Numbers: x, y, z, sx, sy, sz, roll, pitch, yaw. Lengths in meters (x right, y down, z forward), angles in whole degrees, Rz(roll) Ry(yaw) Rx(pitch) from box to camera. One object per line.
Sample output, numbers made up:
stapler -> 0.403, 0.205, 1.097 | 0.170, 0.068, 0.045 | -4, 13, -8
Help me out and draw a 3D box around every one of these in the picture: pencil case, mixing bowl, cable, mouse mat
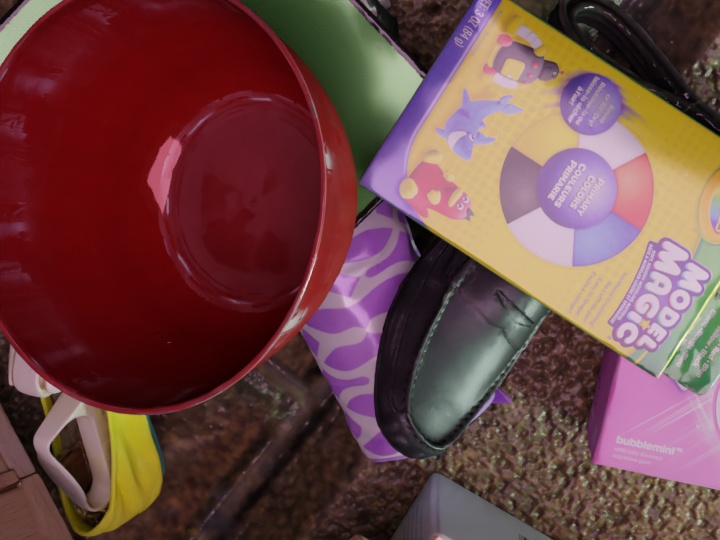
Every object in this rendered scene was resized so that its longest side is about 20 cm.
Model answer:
pencil case -> 0.000, 0.000, 1.343 | 0.085, 0.084, 0.201 | -31, 105, -29
mixing bowl -> -0.077, -0.035, 1.219 | 0.199, 0.108, 0.201 | 0, 90, 28
cable -> 0.180, -0.072, 1.310 | 0.097, 0.050, 0.201 | -25, 77, -30
mouse mat -> -0.071, -0.093, 1.281 | 0.161, 0.008, 0.200 | -43, 91, 11

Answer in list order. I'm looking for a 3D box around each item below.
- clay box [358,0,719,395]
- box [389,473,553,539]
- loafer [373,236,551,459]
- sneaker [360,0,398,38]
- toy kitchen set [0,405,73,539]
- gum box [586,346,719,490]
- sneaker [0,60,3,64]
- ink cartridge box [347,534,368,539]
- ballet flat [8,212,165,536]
clay box -> 0.112, -0.036, 1.241 | 0.199, 0.048, 0.115 | 33, 94, 2
box -> 0.052, 0.240, 1.382 | 0.152, 0.106, 0.201 | 30, 102, -6
loafer -> 0.069, 0.004, 1.296 | 0.068, 0.070, 0.201 | 42, 64, -32
sneaker -> -0.060, -0.187, 1.302 | 0.086, 0.075, 0.201 | -23, 102, 13
toy kitchen set -> -0.242, 0.070, 1.252 | 0.163, 0.181, 0.201 | -21, 68, -26
gum box -> 0.228, 0.059, 1.353 | 0.199, 0.066, 0.114 | 12, 104, -1
sneaker -> -0.106, -0.054, 1.332 | 0.088, 0.075, 0.200 | -31, 101, 8
ink cartridge box -> -0.008, 0.258, 1.279 | 0.165, 0.075, 0.200 | 40, 100, -20
ballet flat -> -0.147, 0.058, 1.328 | 0.067, 0.067, 0.201 | 20, 137, 34
